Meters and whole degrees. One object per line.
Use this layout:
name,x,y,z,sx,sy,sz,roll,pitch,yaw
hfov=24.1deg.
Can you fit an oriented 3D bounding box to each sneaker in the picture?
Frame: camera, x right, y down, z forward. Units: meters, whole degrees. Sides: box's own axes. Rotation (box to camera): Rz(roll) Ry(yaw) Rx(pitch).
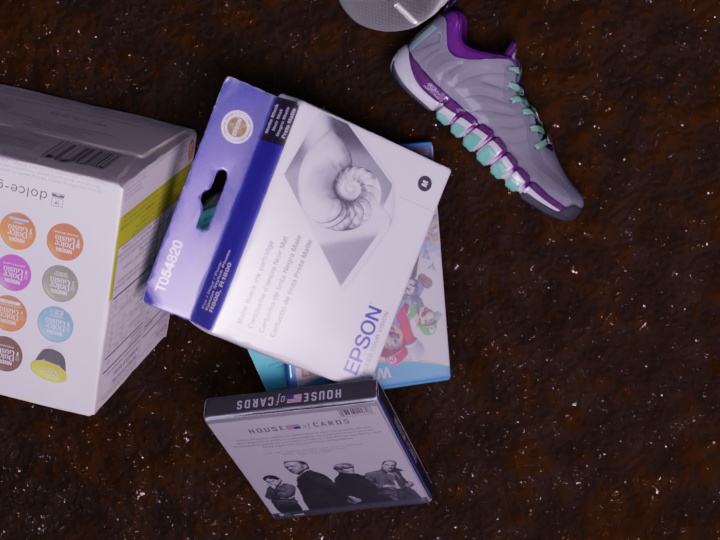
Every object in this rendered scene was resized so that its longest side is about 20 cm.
sneaker,0.120,-0.129,1.365,0.200,0.074,0.088,42,105,-2
sneaker,0.067,-0.253,1.342,0.199,0.080,0.071,-23,109,36

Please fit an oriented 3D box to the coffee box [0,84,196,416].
coffee box,-0.269,-0.023,1.403,0.197,0.200,0.200,13,109,7

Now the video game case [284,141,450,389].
video game case,0.000,0.000,1.405,0.141,0.018,0.203,-7,97,-17

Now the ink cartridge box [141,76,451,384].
ink cartridge box,-0.050,-0.029,1.357,0.198,0.041,0.202,21,89,-18

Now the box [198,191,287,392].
box,-0.075,0.027,1.442,0.049,0.082,0.202,-21,102,16

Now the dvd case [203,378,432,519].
dvd case,-0.032,0.155,1.437,0.148,0.025,0.201,-7,146,13
